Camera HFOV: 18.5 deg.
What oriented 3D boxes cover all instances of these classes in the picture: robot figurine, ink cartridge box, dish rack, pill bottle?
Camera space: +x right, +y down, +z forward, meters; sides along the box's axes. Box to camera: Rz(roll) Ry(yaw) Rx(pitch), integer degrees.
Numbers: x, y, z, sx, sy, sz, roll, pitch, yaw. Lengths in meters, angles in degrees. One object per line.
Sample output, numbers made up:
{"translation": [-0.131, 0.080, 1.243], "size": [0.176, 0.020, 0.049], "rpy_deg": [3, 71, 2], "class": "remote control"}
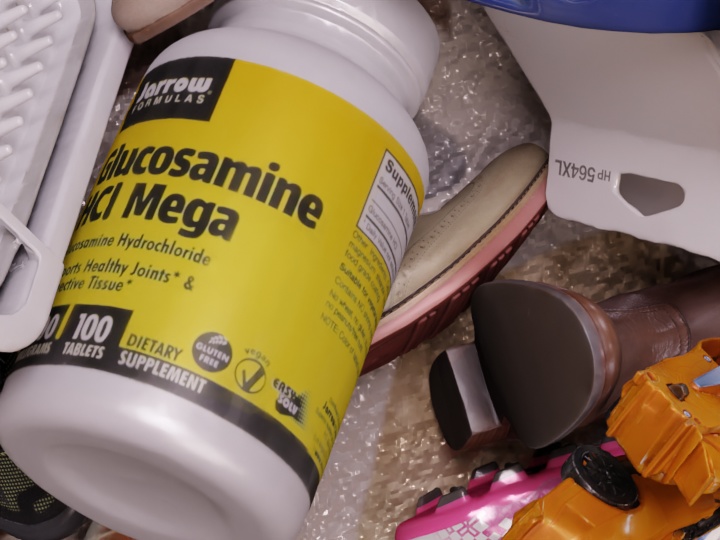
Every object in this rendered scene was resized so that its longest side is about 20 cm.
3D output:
{"translation": [0.136, 0.075, 0.832], "size": [0.199, 0.058, 0.145], "rpy_deg": [-5, 139, -52], "class": "robot figurine"}
{"translation": [0.156, -0.099, 0.829], "size": [0.200, 0.128, 0.126], "rpy_deg": [-48, 122, -18], "class": "ink cartridge box"}
{"translation": [-0.151, -0.083, 0.711], "size": [0.043, 0.201, 0.172], "rpy_deg": [-21, 126, 28], "class": "dish rack"}
{"translation": [-0.042, -0.010, 0.776], "size": [0.112, 0.112, 0.201], "rpy_deg": [37, 60, -31], "class": "pill bottle"}

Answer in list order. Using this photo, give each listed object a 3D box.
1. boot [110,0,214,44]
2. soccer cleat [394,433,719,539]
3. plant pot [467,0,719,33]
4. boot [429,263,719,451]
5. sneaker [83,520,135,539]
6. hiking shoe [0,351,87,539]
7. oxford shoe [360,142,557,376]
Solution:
{"translation": [-0.044, -0.196, 0.766], "size": [0.200, 0.070, 0.147], "rpy_deg": [-42, 117, -10], "class": "boot"}
{"translation": [0.114, 0.110, 0.944], "size": [0.198, 0.070, 0.087], "rpy_deg": [-17, 88, -18], "class": "soccer cleat"}
{"translation": [0.110, -0.182, 0.679], "size": [0.201, 0.179, 0.200], "rpy_deg": [-54, 163, -20], "class": "plant pot"}
{"translation": [0.140, 0.016, 0.879], "size": [0.198, 0.186, 0.065], "rpy_deg": [-14, 86, -15], "class": "boot"}
{"translation": [-0.080, 0.151, 0.894], "size": [0.201, 0.071, 0.080], "rpy_deg": [-61, 153, -4], "class": "sneaker"}
{"translation": [-0.154, 0.024, 0.775], "size": [0.075, 0.101, 0.201], "rpy_deg": [-13, 114, 19], "class": "hiking shoe"}
{"translation": [0.000, 0.000, 0.863], "size": [0.200, 0.071, 0.075], "rpy_deg": [-38, 80, -25], "class": "oxford shoe"}
